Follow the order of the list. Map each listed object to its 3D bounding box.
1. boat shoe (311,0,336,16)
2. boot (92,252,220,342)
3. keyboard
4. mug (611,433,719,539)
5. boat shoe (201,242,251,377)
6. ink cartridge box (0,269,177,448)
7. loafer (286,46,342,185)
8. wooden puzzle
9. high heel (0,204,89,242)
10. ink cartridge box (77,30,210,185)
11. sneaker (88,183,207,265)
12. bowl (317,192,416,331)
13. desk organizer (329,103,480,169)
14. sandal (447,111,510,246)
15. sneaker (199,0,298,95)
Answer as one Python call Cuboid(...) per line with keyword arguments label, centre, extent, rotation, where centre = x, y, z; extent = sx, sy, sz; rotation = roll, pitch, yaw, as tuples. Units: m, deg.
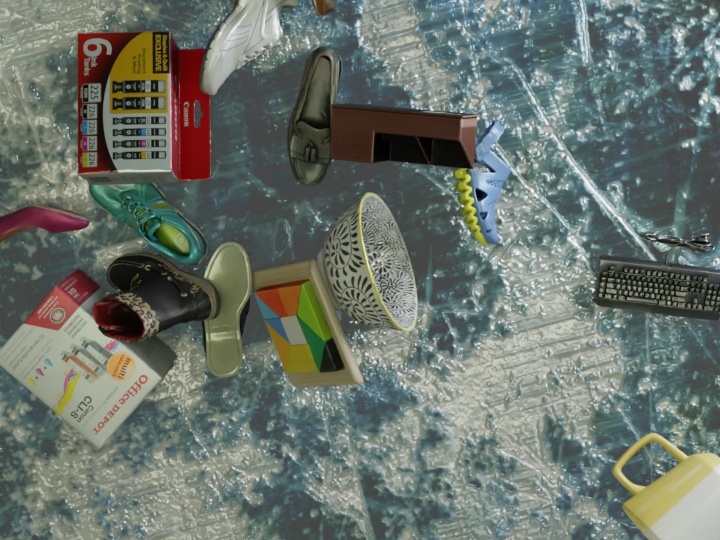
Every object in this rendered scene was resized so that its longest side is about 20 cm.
Cuboid(label="boat shoe", centre=(-0.087, -0.451, 1.674), extent=(0.074, 0.076, 0.201), rotation=(-16, 90, 8))
Cuboid(label="boot", centre=(-0.314, 0.038, 1.675), extent=(0.200, 0.150, 0.073), rotation=(22, 116, 28))
Cuboid(label="keyboard", centre=(0.449, 0.003, 1.765), extent=(0.199, 0.021, 0.128), rotation=(6, 99, -2))
Cuboid(label="mug", centre=(0.479, 0.337, 1.758), extent=(0.153, 0.149, 0.187), rotation=(-43, 103, -2))
Cuboid(label="boat shoe", centre=(-0.198, 0.051, 1.751), extent=(0.074, 0.066, 0.200), rotation=(-4, 105, -13))
Cuboid(label="ink cartridge box", centre=(-0.389, 0.125, 1.722), extent=(0.200, 0.145, 0.145), rotation=(41, 96, -7))
Cuboid(label="loafer", centre=(-0.067, -0.219, 1.709), extent=(0.072, 0.063, 0.201), rotation=(8, 99, -1))
Cuboid(label="wooden puzzle", centre=(-0.086, 0.082, 1.696), extent=(0.037, 0.200, 0.186), rotation=(-26, 100, -31))
Cuboid(label="high heel", centre=(-0.491, -0.050, 1.730), extent=(0.199, 0.067, 0.096), rotation=(7, 89, 4))
Cuboid(label="ink cartridge box", centre=(-0.301, -0.227, 1.676), extent=(0.175, 0.084, 0.201), rotation=(-2, 84, 0))
Cuboid(label="sneaker", centre=(-0.303, -0.079, 1.723), extent=(0.200, 0.080, 0.078), rotation=(36, 97, -3))
Cuboid(label="bowl", centre=(0.000, 0.000, 1.683), extent=(0.094, 0.201, 0.201), rotation=(-17, 99, 19))
Cuboid(label="desk organizer", centre=(0.059, -0.187, 1.674), extent=(0.199, 0.072, 0.077), rotation=(8, 102, 23))
Cuboid(label="sandal", centre=(0.176, -0.134, 1.717), extent=(0.087, 0.079, 0.201), rotation=(-12, 100, -2))
Cuboid(label="sneaker", centre=(-0.158, -0.328, 1.679), extent=(0.087, 0.075, 0.200), rotation=(32, 87, -13))
